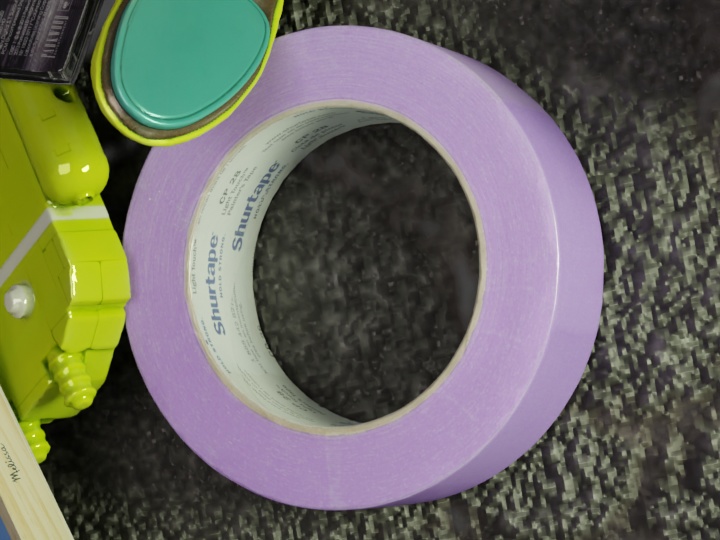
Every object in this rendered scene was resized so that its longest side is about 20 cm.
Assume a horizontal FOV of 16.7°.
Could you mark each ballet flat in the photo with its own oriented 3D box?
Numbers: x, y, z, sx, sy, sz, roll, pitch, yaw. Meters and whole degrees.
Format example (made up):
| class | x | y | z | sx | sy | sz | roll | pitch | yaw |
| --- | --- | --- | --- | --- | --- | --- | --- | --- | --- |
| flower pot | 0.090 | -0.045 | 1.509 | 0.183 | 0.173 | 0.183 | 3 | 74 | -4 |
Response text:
| class | x | y | z | sx | sy | sz | roll | pitch | yaw |
| --- | --- | --- | --- | --- | --- | --- | --- | --- | --- |
| ballet flat | -0.066 | -0.116 | 1.034 | 0.067 | 0.201 | 0.067 | 36 | 142 | -15 |

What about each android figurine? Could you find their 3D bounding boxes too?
| class | x | y | z | sx | sy | sz | roll | pitch | yaw |
| --- | --- | --- | --- | --- | --- | --- | --- | --- | --- |
| android figurine | -0.163 | -0.013 | 1.092 | 0.182 | 0.041 | 0.201 | -45 | 58 | 41 |

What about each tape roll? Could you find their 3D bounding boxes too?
| class | x | y | z | sx | sy | sz | roll | pitch | yaw |
| --- | --- | --- | --- | --- | --- | --- | --- | --- | --- |
| tape roll | 0.000 | 0.000 | 1.043 | 0.199 | 0.066 | 0.201 | -1 | 87 | 24 |

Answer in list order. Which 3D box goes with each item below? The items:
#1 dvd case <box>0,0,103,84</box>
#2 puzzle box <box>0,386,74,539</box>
| class | x | y | z | sx | sy | sz | roll | pitch | yaw |
| --- | --- | --- | --- | --- | --- | --- | --- | --- | --- |
| dvd case | -0.190 | -0.156 | 1.084 | 0.199 | 0.016 | 0.149 | 7 | 69 | 25 |
| puzzle box | -0.190 | 0.091 | 1.095 | 0.133 | 0.025 | 0.201 | -36 | 79 | 51 |
